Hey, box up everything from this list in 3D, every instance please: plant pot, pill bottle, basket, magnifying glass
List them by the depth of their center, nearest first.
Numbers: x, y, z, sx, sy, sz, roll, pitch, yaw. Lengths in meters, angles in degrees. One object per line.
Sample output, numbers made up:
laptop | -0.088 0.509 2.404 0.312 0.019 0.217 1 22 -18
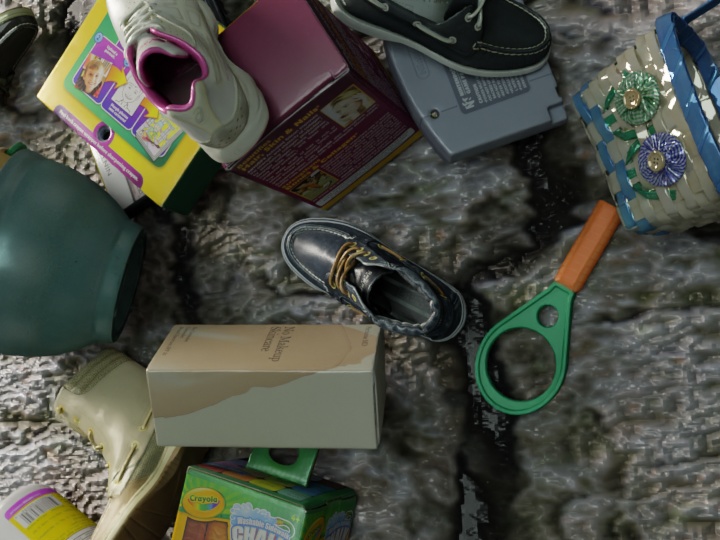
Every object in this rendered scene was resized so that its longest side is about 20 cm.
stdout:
basket | 0.279 -0.117 0.729 0.198 0.138 0.179 -28 74 27
magnifying glass | 0.168 0.033 0.824 0.079 0.022 0.202 31 98 22
pill bottle | -0.275 0.304 0.925 0.198 0.104 0.105 31 95 22
plant pot | -0.289 -0.002 0.933 0.132 0.200 0.204 16 90 -5

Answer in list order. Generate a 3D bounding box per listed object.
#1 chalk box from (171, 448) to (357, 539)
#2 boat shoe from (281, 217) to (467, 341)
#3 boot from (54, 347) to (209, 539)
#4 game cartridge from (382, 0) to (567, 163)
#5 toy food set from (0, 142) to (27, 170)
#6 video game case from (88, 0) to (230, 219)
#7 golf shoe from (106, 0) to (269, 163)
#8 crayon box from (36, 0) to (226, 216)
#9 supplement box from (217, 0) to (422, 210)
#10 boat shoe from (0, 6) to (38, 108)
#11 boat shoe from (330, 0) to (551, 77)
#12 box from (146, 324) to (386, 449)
chalk box | -0.087 0.240 0.846 0.123 0.124 0.203 11 88 22
boat shoe | 0.000 0.000 0.855 0.198 0.091 0.072 25 93 22
boot | -0.242 0.181 0.920 0.154 0.073 0.202 19 68 23
game cartridge | 0.089 -0.202 0.850 0.131 0.041 0.203 -17 77 -6
toy food set | -0.381 -0.033 0.967 0.048 0.198 0.203 16 100 -6
video game case | -0.206 -0.181 0.993 0.198 0.025 0.183 -30 74 16
golf shoe | -0.146 -0.171 0.719 0.075 0.091 0.201 -45 65 12
crayon box | -0.203 -0.185 0.948 0.199 0.058 0.173 39 97 20
supplement box | -0.046 -0.144 0.831 0.130 0.200 0.104 -35 73 13
boat shoe | -0.423 -0.206 1.063 0.200 0.072 0.066 -40 82 13
boat shoe | 0.072 -0.218 0.797 0.197 0.060 0.077 10 70 -5
box | -0.078 0.101 0.839 0.196 0.095 0.079 -1 112 6
